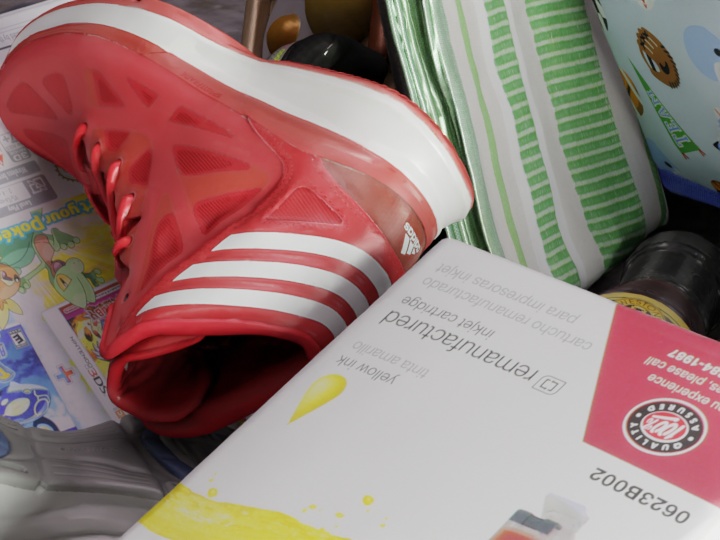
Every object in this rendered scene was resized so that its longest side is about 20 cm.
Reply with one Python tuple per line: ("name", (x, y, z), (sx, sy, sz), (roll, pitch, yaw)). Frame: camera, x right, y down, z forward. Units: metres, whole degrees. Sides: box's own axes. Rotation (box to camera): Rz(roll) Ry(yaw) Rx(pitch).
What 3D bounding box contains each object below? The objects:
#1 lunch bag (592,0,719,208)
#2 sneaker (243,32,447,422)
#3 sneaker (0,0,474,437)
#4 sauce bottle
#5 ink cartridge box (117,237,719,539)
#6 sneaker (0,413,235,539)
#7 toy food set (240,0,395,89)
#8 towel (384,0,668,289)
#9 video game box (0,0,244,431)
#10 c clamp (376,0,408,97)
("lunch bag", (0.174, -0.095, 0.917), (0.124, 0.170, 0.200), (-34, 29, -11))
("sneaker", (0.000, 0.000, 0.886), (0.074, 0.087, 0.200), (12, 46, -45))
("sneaker", (-0.071, -0.018, 0.828), (0.200, 0.078, 0.116), (13, 55, 44))
("sauce bottle", (0.084, 0.044, 0.888), (0.066, 0.066, 0.200), (6, 28, 17))
("ink cartridge box", (0.017, 0.099, 0.673), (0.145, 0.084, 0.200), (23, 55, 42))
("sneaker", (-0.084, 0.091, 0.803), (0.199, 0.087, 0.075), (10, 17, -20))
("toy food set", (-0.030, -0.097, 1.041), (0.060, 0.201, 0.143), (21, -29, -29))
("towel", (0.063, -0.063, 0.941), (0.023, 0.153, 0.200), (-12, 8, 23))
("video game box", (-0.132, 0.008, 0.896), (0.200, 0.047, 0.182), (-22, 70, -38))
("c clamp", (0.047, -0.116, 0.995), (0.027, 0.201, 0.171), (-10, -4, 27))
